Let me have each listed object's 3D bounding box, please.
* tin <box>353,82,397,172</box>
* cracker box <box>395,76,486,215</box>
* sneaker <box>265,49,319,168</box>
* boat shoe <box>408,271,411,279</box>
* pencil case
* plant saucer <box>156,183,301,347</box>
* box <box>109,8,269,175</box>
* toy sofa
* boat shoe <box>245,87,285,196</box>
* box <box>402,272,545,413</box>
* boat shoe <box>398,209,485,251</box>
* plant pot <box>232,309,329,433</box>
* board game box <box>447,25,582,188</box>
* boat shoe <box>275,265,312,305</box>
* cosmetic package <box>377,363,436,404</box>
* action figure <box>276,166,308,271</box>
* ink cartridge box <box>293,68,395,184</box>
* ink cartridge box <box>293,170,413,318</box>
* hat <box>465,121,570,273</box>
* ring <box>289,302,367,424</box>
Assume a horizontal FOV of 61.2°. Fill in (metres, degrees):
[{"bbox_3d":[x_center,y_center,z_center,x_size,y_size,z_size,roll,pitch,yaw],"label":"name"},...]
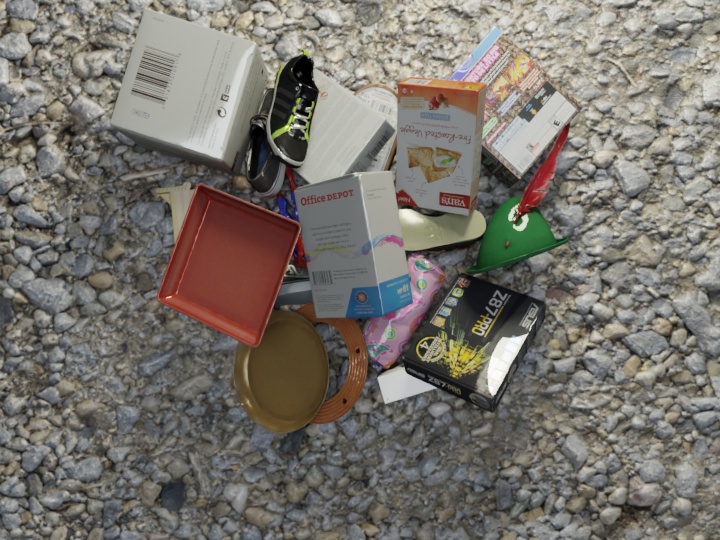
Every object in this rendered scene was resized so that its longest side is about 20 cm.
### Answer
[{"bbox_3d":[0.011,-0.229,1.067,0.110,0.042,0.204,20,89,6],"label":"tin"},{"bbox_3d":[0.127,-0.201,0.988,0.132,0.058,0.204,12,121,23],"label":"cracker box"},{"bbox_3d":[-0.107,-0.270,0.996,0.071,0.082,0.204,10,68,-35],"label":"sneaker"},{"bbox_3d":[0.002,0.000,1.016,0.198,0.073,0.069,29,114,34],"label":"boat shoe"},{"bbox_3d":[0.063,0.069,1.033,0.087,0.087,0.202,34,89,2],"label":"pencil case"},{"bbox_3d":[-0.204,-0.009,0.960,0.197,0.037,0.203,21,92,16],"label":"plant saucer"},{"bbox_3d":[-0.280,-0.292,1.025,0.196,0.131,0.203,17,89,1],"label":"box"},{"bbox_3d":[-0.283,-0.045,1.043,0.095,0.083,0.205,-6,88,4],"label":"toy sofa"},{"bbox_3d":[-0.162,-0.228,1.031,0.069,0.066,0.204,-1,74,29],"label":"boat shoe"},{"bbox_3d":[0.183,0.108,0.974,0.159,0.050,0.201,22,56,29],"label":"box"},{"bbox_3d":[0.112,-0.064,1.043,0.197,0.063,0.075,-4,74,-3],"label":"boat shoe"},{"bbox_3d":[-0.131,0.169,1.030,0.196,0.027,0.205,-3,83,27],"label":"plant pot"},{"bbox_3d":[0.239,-0.272,1.033,0.200,0.097,0.160,43,90,2],"label":"board game box"},{"bbox_3d":[-0.139,0.020,1.028,0.196,0.073,0.070,-9,71,25],"label":"boat shoe"},{"bbox_3d":[0.127,0.168,1.032,0.196,0.083,0.052,-18,89,0],"label":"cosmetic package"},{"bbox_3d":[-0.112,-0.074,1.056,0.064,0.052,0.203,-21,91,15],"label":"action figure"},{"bbox_3d":[-0.059,-0.231,1.043,0.161,0.047,0.200,-51,58,6],"label":"ink cartridge box"},{"bbox_3d":[-0.011,-0.038,0.913,0.143,0.084,0.204,-4,99,43],"label":"ink cartridge box"},{"bbox_3d":[0.240,-0.109,0.992,0.197,0.165,0.179,-19,92,-17],"label":"hat"},{"bbox_3d":[-0.069,0.154,1.027,0.197,0.019,0.205,-5,81,32],"label":"ring"}]
